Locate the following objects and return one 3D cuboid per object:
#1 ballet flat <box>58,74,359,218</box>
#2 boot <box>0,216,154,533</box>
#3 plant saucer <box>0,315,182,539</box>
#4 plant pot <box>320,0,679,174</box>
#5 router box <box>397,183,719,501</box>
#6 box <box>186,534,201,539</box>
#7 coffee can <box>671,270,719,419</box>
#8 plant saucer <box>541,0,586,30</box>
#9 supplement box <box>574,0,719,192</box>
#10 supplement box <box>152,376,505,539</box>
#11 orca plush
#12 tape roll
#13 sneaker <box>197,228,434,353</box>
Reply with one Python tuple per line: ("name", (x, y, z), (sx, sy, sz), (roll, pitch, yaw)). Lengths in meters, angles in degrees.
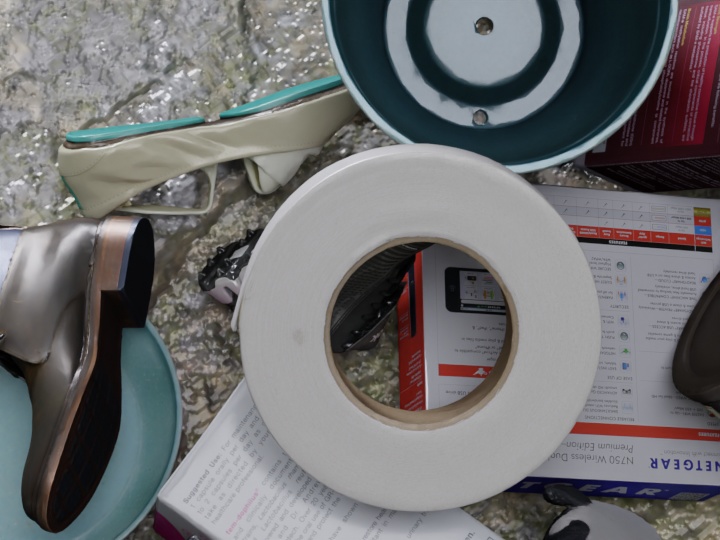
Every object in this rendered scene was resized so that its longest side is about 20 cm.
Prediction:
("ballet flat", (-0.083, -0.071, 1.597), (0.199, 0.070, 0.070), (-13, 76, -8))
("boot", (-0.185, 0.056, 1.501), (0.096, 0.075, 0.201), (5, 57, 14))
("plant saucer", (-0.202, 0.091, 1.534), (0.199, 0.036, 0.201), (1, 65, -1))
("plant pot", (0.076, -0.151, 1.551), (0.199, 0.188, 0.201), (0, 88, -1))
("router box", (0.121, 0.041, 1.569), (0.199, 0.049, 0.181), (5, 74, -18))
("box", (-0.099, 0.229, 1.429), (0.106, 0.200, 0.122), (38, 75, -1))
("coffee can", (0.302, 0.070, 1.526), (0.200, 0.146, 0.147), (38, 73, -13))
("plant saucer", (0.143, -0.237, 1.682), (0.199, 0.029, 0.201), (1, 74, -5))
("supplement box", (0.224, -0.109, 1.564), (0.061, 0.199, 0.109), (20, 76, -37))
("supplement box", (-0.012, 0.159, 1.515), (0.200, 0.101, 0.104), (34, 74, 3))
("orca plush", (0.131, 0.188, 1.490), (0.105, 0.200, 0.071), (36, 102, -8))
("tape roll", (0.031, 0.031, 1.443), (0.201, 0.037, 0.204), (0, 100, -2))
("sneaker", (0.000, 0.000, 1.533), (0.091, 0.199, 0.067), (53, 42, -17))
